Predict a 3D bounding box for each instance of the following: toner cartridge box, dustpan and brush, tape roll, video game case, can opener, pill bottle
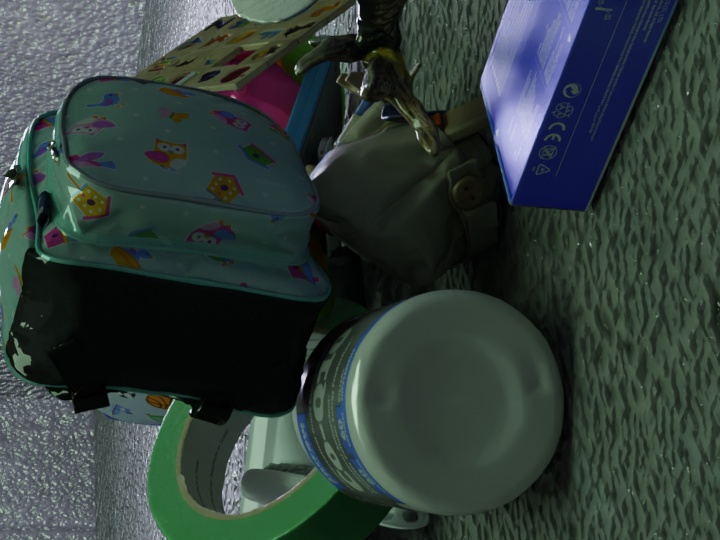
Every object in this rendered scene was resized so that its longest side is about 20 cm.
[{"bbox_3d":[0.108,-0.131,0.749,0.200,0.043,0.095,108,162,-44],"label":"toner cartridge box"},{"bbox_3d":[-0.023,0.155,1.100,0.200,0.057,0.140,4,85,37],"label":"dustpan and brush"},{"bbox_3d":[-0.050,0.112,1.067,0.200,0.048,0.201,-24,41,23],"label":"tape roll"},{"bbox_3d":[-0.036,-0.054,1.203,0.200,0.018,0.143,88,-167,-49],"label":"video game case"},{"bbox_3d":[0.000,0.000,1.152,0.053,0.067,0.200,-52,-43,-76],"label":"can opener"},{"bbox_3d":[0.027,0.074,0.882,0.200,0.114,0.114,155,118,-75],"label":"pill bottle"}]

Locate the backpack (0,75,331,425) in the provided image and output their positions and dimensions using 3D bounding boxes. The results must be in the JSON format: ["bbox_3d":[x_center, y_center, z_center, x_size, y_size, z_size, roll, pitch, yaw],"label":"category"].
[{"bbox_3d":[-0.117,-0.024,0.906,0.200,0.176,0.153,-125,45,-60],"label":"backpack"}]

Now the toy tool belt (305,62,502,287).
[{"bbox_3d":[0.025,-0.067,0.981,0.123,0.125,0.200,-52,19,-2],"label":"toy tool belt"}]

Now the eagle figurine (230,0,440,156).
[{"bbox_3d":[0.038,-0.192,0.862,0.151,0.152,0.200,-35,-27,-50],"label":"eagle figurine"}]

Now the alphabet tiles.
[{"bbox_3d":[-0.079,-0.185,1.232,0.167,0.200,0.008,2,125,48],"label":"alphabet tiles"}]

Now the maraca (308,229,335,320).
[{"bbox_3d":[-0.107,-0.017,1.080,0.137,0.200,0.107,-17,-46,-60],"label":"maraca"}]

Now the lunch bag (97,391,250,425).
[{"bbox_3d":[-0.143,0.066,1.384,0.170,0.200,0.124,122,141,-65],"label":"lunch bag"}]

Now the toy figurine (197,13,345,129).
[{"bbox_3d":[-0.081,-0.100,1.265,0.184,0.150,0.200,-87,-19,-78],"label":"toy figurine"}]
